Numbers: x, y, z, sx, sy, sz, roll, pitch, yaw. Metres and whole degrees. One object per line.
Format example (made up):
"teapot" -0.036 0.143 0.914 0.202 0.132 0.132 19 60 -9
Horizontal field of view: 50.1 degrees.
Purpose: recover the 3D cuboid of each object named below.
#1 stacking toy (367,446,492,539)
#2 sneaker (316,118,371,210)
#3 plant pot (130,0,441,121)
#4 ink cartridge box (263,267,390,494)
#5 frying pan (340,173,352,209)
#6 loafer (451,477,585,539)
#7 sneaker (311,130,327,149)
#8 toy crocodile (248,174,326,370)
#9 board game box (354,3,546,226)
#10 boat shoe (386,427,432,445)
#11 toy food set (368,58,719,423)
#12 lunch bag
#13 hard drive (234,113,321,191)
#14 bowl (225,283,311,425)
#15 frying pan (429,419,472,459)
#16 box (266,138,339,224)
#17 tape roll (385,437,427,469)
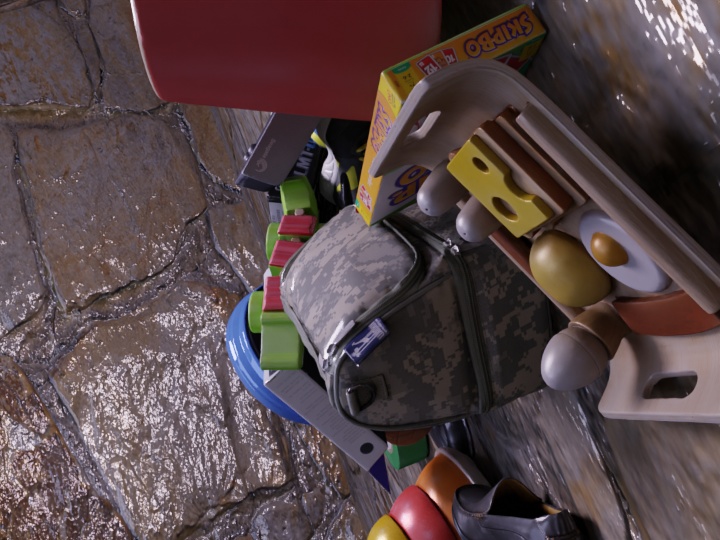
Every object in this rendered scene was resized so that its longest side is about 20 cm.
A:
"stacking toy" 0.056 0.297 0.823 0.147 0.199 0.146 55 165 23
"sneaker" 0.008 -0.112 0.779 0.085 0.074 0.200 48 163 18
"plant pot" -0.051 -0.188 0.504 0.200 0.176 0.202 174 90 -85
"ink cartridge box" -0.025 0.106 0.818 0.200 0.043 0.199 48 -165 -28
"frying pan" -0.003 0.002 0.792 0.115 0.031 0.192 171 93 -80
"loafer" 0.137 0.216 0.679 0.200 0.072 0.073 -176 76 -68
"sneaker" -0.047 -0.234 0.849 0.201 0.065 0.079 68 154 19
"toy crocodile" -0.064 0.001 0.718 0.062 0.067 0.201 79 -165 -56
"board game box" 0.048 -0.087 0.505 0.030 0.095 0.200 59 167 10
"boat shoe" 0.054 0.101 0.851 0.068 0.071 0.202 -111 21 -61
"toy food set" 0.089 -0.003 0.389 0.200 0.060 0.144 45 168 1
"lunch bag" 0.032 0.029 0.594 0.200 0.167 0.140 -133 25 -64
"hard drive" -0.051 -0.164 0.711 0.042 0.201 0.135 29 176 -12
"bowl" -0.067 0.094 0.955 0.039 0.199 0.202 -51 51 37
"frying pan" 0.083 0.140 0.915 0.115 0.031 0.191 114 134 -71
"box" -0.061 -0.081 0.929 0.199 0.049 0.201 91 -172 -50
"tape roll" 0.040 0.195 1.160 0.200 0.048 0.202 161 90 -79
